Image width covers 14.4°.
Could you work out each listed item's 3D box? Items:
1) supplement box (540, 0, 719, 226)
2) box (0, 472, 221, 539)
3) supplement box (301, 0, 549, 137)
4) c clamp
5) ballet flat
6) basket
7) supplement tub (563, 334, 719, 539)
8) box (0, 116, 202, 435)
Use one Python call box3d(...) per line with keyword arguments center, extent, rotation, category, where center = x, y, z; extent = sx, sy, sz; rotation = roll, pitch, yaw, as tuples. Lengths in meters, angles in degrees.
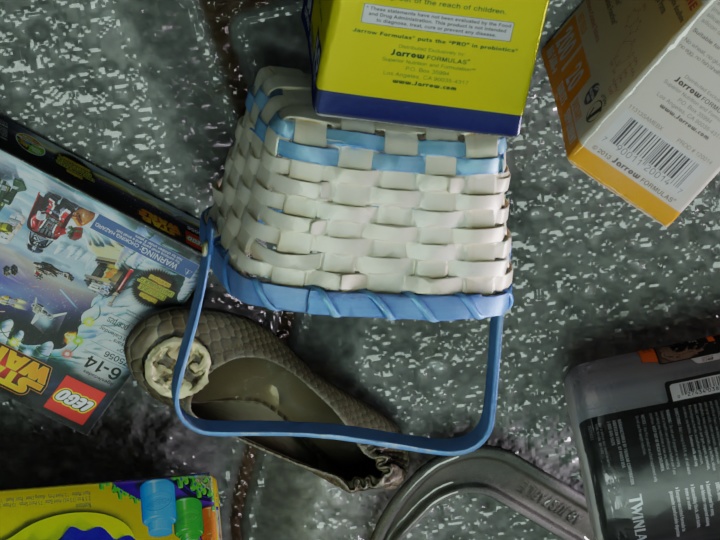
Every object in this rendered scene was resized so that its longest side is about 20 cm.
box3d(center=(0.186, -0.138, 1.459), extent=(0.073, 0.126, 0.200), rotation=(33, 113, -21), category="supplement box")
box3d(center=(-0.172, 0.217, 1.597), extent=(0.200, 0.122, 0.193), rotation=(-5, 85, -2), category="box")
box3d(center=(0.041, -0.183, 1.428), extent=(0.109, 0.109, 0.200), rotation=(6, 120, -9), category="supplement box")
box3d(center=(0.076, 0.189, 1.699), extent=(0.171, 0.027, 0.200), rotation=(-41, 124, 16), category="c clamp")
box3d(center=(-0.047, 0.079, 1.597), extent=(0.200, 0.046, 0.067), rotation=(32, 114, -35), category="ballet flat")
box3d(center=(0.000, 0.000, 1.511), extent=(0.176, 0.139, 0.200), rotation=(6, 106, -14), category="basket")
box3d(center=(0.221, 0.094, 1.607), extent=(0.200, 0.123, 0.123), rotation=(-11, 122, 2), category="supplement tub")
box3d(center=(-0.199, -0.009, 1.555), extent=(0.200, 0.040, 0.137), rotation=(27, 116, -20), category="box")
